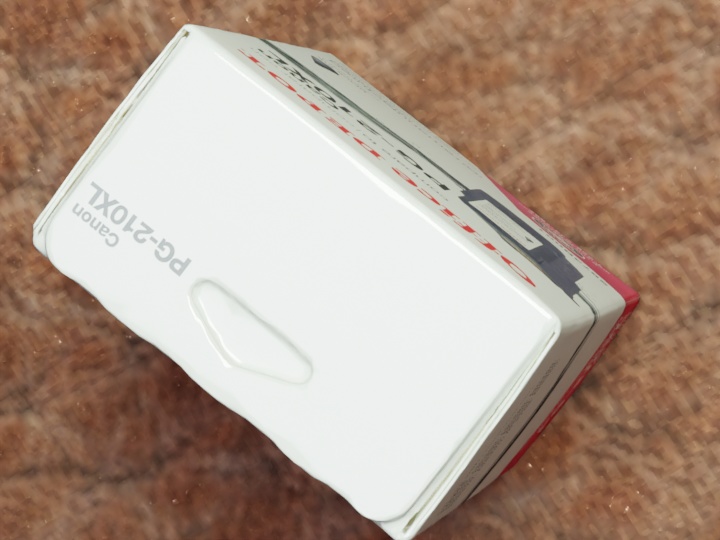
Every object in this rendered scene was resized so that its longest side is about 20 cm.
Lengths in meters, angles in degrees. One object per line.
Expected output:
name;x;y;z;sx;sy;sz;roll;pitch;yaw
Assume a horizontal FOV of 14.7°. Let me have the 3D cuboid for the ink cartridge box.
ink cartridge box;0.000;0.000;0.890;0.145;0.200;0.084;38;99;8
